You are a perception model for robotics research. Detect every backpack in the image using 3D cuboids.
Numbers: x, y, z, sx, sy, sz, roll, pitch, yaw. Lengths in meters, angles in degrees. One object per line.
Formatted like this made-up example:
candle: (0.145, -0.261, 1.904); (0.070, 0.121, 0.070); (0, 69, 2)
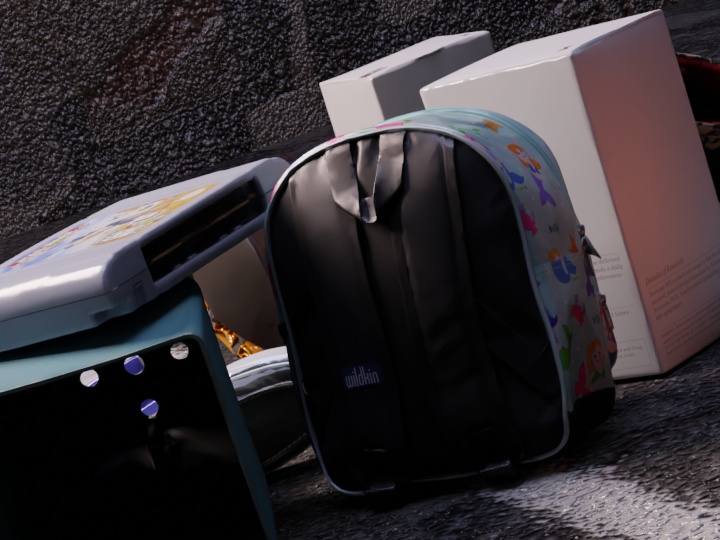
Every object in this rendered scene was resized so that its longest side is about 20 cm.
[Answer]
backpack: (0.045, 0.009, 1.367); (0.177, 0.200, 0.151); (-14, 9, 29)

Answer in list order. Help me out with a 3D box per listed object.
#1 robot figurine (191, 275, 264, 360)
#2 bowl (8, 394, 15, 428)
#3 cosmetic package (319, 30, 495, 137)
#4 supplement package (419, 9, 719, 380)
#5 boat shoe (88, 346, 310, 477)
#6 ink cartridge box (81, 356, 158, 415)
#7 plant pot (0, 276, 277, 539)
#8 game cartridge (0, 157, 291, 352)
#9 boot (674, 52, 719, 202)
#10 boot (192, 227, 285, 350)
robot figurine: (-0.026, 0.021, 1.677); (0.200, 0.058, 0.145); (-10, 43, -41)
bowl: (-0.242, 0.104, 1.424); (0.105, 0.201, 0.201); (-6, 9, 1)
cosmetic package: (0.060, -0.064, 1.793); (0.113, 0.200, 0.081); (-22, 10, -29)
supplement package: (0.139, -0.042, 1.498); (0.117, 0.200, 0.117); (-9, 12, 40)
boat shoe: (-0.094, 0.114, 1.475); (0.200, 0.072, 0.071); (-28, 18, -4)
ink cartridge box: (-0.220, 0.114, 1.621); (0.199, 0.041, 0.200); (-32, 9, -1)
plant pot: (-0.128, 0.086, 1.342); (0.141, 0.142, 0.200); (-17, 17, 4)
game cartridge: (-0.135, -0.008, 1.351); (0.133, 0.042, 0.200); (-10, 14, 31)
boot: (0.159, -0.090, 1.604); (0.203, 0.074, 0.154); (11, -29, 4)
boot: (0.000, 0.000, 1.612); (0.200, 0.187, 0.064); (-23, -20, -44)
